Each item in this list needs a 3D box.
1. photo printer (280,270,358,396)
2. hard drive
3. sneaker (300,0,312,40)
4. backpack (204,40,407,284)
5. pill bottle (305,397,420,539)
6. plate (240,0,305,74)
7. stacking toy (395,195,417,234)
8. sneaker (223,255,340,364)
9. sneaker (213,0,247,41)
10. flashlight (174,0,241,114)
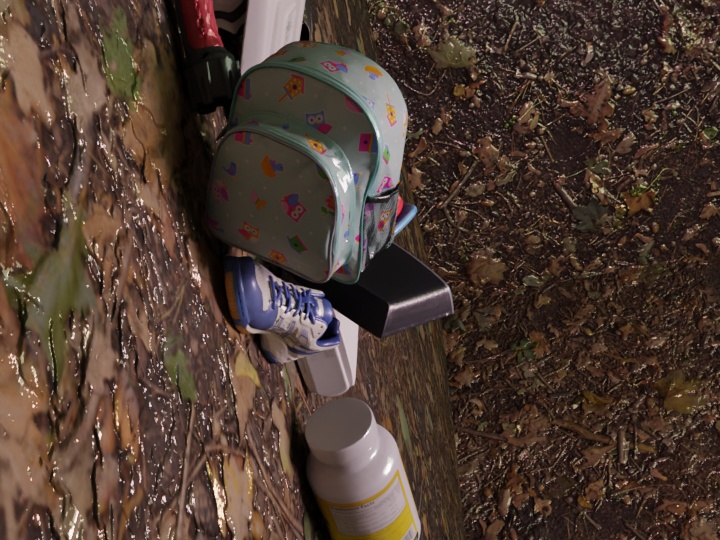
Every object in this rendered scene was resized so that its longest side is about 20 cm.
[{"bbox_3d":[-0.048,0.035,1.170,0.201,0.068,0.169,-86,163,-60],"label":"photo printer"},{"bbox_3d":[0.000,0.000,1.035,0.134,0.199,0.043,-14,127,-42],"label":"hard drive"},{"bbox_3d":[-0.103,-0.405,1.313,0.107,0.073,0.203,-102,179,-62],"label":"sneaker"},{"bbox_3d":[-0.049,-0.102,0.852,0.153,0.174,0.203,-38,147,-57],"label":"backpack"},{"bbox_3d":[-0.001,0.249,1.072,0.113,0.110,0.202,-89,165,-55],"label":"pill bottle"},{"bbox_3d":[-0.095,-0.275,1.044,0.201,0.032,0.203,-74,177,-56],"label":"plate"},{"bbox_3d":[-0.019,-0.129,1.226,0.110,0.115,0.202,-44,118,-34],"label":"stacking toy"},{"bbox_3d":[-0.075,0.033,0.932,0.200,0.087,0.077,57,25,-65],"label":"sneaker"},{"bbox_3d":[-0.140,-0.301,1.043,0.200,0.072,0.082,-47,139,-75],"label":"sneaker"},{"bbox_3d":[-0.150,-0.257,0.867,0.068,0.067,0.204,-16,95,-83],"label":"flashlight"}]
